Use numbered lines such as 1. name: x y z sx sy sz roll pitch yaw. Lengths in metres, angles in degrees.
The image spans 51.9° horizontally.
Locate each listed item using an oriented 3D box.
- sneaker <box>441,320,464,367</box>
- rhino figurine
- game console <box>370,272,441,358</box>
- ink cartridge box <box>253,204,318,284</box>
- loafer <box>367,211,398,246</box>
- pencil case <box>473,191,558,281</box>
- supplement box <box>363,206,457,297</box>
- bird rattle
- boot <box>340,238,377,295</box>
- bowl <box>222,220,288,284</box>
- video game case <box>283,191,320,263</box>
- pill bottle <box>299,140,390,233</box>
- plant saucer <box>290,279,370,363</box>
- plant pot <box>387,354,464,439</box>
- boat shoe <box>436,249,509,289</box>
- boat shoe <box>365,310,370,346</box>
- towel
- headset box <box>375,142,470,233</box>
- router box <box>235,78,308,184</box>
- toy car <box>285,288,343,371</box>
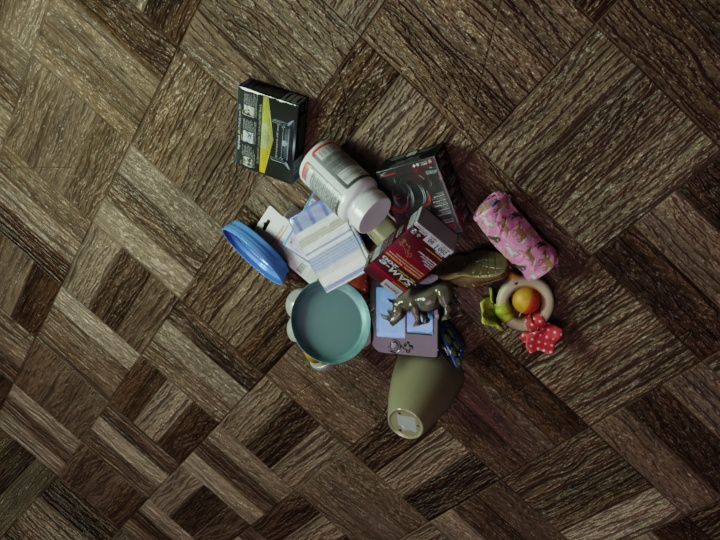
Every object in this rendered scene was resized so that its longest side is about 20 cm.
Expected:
1. sneaker: 0.177 0.155 1.802 0.200 0.071 0.083 46 131 1
2. rhino figurine: 0.135 0.081 1.699 0.196 0.060 0.090 -14 86 23
3. game console: 0.107 0.101 1.755 0.173 0.031 0.205 4 100 24
4. ink cartridge box: -0.155 -0.075 1.814 0.199 0.068 0.116 40 129 -3
5. loafer: 0.064 -0.085 1.684 0.076 0.068 0.200 -44 106 3
6. pencil case: 0.329 -0.072 1.564 0.200 0.083 0.086 48 145 -9
7. supplement box: 0.107 -0.037 1.611 0.108 0.061 0.200 36 132 -13
8. bird rattle: 0.365 0.091 1.647 0.197 0.113 0.166 23 112 7
9. boot: 0.000 0.000 1.791 0.107 0.076 0.199 40 134 -14
10. bowl: -0.258 -0.047 1.840 0.199 0.040 0.201 39 165 12
11. video game case: -0.074 -0.105 1.731 0.142 0.018 0.202 33 104 2
12. pill bottle: -0.032 -0.180 1.612 0.200 0.113 0.115 45 134 23
13. plant saucer: -0.072 0.122 1.761 0.199 0.201 0.027 39 159 -3
14. plant pot: 0.143 0.312 1.834 0.183 0.201 0.191 13 126 18
15. boat shoe: 0.258 0.003 1.644 0.067 0.073 0.198 41 154 -28
16. boat shoe: -0.008 0.162 1.916 0.199 0.072 0.063 -36 58 45
17. towel: -0.066 -0.064 1.712 0.145 0.024 0.203 -29 92 19
18. headset box: 0.142 -0.155 1.606 0.146 0.075 0.203 -10 116 31
19. router box: -0.205 -0.316 1.690 0.154 0.052 0.203 21 128 14
20. toy car: -0.092 0.133 1.850 0.148 0.202 0.176 -26 128 13
